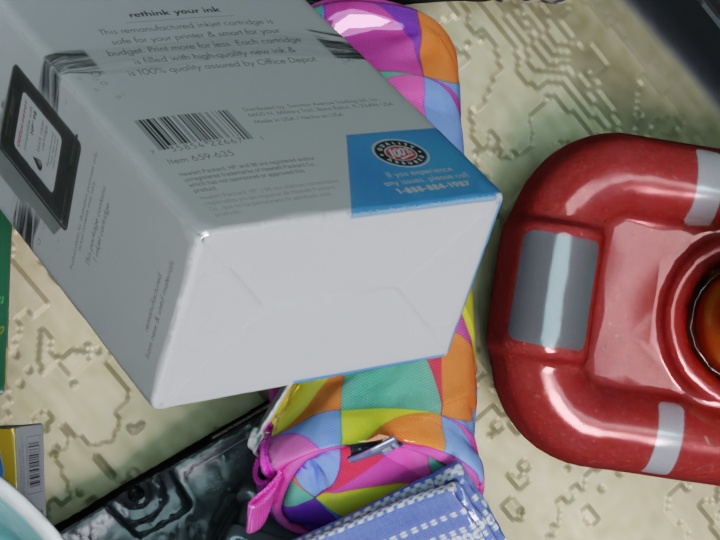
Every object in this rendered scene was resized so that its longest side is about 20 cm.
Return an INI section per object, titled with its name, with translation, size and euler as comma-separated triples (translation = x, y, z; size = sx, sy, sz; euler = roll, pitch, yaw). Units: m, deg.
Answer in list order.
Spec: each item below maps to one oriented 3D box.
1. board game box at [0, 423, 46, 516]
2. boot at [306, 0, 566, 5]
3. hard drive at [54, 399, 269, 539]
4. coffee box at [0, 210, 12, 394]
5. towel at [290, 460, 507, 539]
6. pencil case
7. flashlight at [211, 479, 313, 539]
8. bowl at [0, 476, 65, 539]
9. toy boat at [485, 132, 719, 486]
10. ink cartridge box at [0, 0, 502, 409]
[board game box]
translation = -0.177, 0.157, 0.795
size = 0.133, 0.034, 0.202
euler = -3, 88, 10
[boot]
translation = 0.004, -0.191, 0.857
size = 0.153, 0.073, 0.205
euler = -4, 97, -11
[hard drive]
translation = -0.018, 0.156, 0.871
size = 0.139, 0.038, 0.201
euler = -30, 94, -8
[coffee box]
translation = -0.182, -0.056, 0.811
size = 0.122, 0.044, 0.202
euler = 0, 89, 31
[towel]
translation = 0.023, 0.167, 0.798
size = 0.144, 0.024, 0.201
euler = -25, 116, 18
[pencil case]
translation = 0.000, 0.000, 0.811
size = 0.088, 0.089, 0.201
euler = 5, 58, -9
[flashlight]
translation = 0.032, 0.144, 0.828
size = 0.199, 0.068, 0.068
euler = 23, 91, -7
[bowl]
translation = -0.156, 0.145, 0.721
size = 0.199, 0.105, 0.202
euler = 0, 89, 9
[toy boat]
translation = 0.153, 0.020, 0.851
size = 0.199, 0.131, 0.132
euler = 8, 89, -9
[ink cartridge box]
translation = -0.060, -0.047, 0.741
size = 0.115, 0.200, 0.067
euler = -8, 130, -34
